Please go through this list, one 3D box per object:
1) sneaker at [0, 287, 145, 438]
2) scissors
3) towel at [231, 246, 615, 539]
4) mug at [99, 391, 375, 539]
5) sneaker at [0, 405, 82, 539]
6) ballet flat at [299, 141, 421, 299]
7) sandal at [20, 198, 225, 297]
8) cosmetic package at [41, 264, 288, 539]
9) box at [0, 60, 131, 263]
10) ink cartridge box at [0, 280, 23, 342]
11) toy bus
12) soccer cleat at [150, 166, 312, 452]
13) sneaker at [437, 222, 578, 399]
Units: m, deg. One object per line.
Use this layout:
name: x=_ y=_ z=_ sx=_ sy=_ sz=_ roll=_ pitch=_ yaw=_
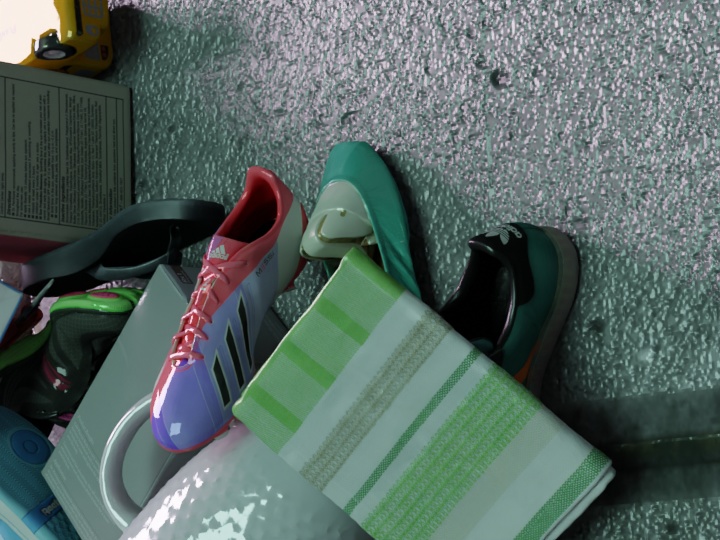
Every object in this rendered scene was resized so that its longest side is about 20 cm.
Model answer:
sneaker: x=-0.206 y=0.071 z=1.620 sx=0.200 sy=0.076 sz=0.084 roll=-40 pitch=65 yaw=48
scissors: x=-0.244 y=0.029 z=1.628 sx=0.014 sy=0.073 sz=0.200 roll=51 pitch=141 yaw=2
towel: x=0.036 y=0.097 z=1.297 sx=0.200 sy=0.031 sz=0.149 roll=41 pitch=121 yaw=4
mug: x=-0.084 y=0.162 z=1.411 sx=0.200 sy=0.148 sz=0.176 roll=43 pitch=104 yaw=16
sneaker: x=-0.253 y=0.204 z=1.613 sx=0.200 sy=0.079 sz=0.131 roll=51 pitch=127 yaw=10
ballet flat: x=0.000 y=0.000 z=1.406 sx=0.067 sy=0.070 sz=0.201 roll=-38 pitch=60 yaw=41
sandal: x=-0.165 y=-0.007 z=1.573 sx=0.200 sy=0.076 sz=0.043 roll=-24 pitch=70 yaw=43
cosmetic package: x=-0.130 y=0.104 z=1.523 sx=0.200 sy=0.090 sz=0.107 roll=-55 pitch=51 yaw=24
box: x=-0.276 y=-0.079 z=1.604 sx=0.109 sy=0.199 sz=0.129 roll=-9 pitch=78 yaw=44
ink cartridge box: x=-0.325 y=0.053 z=1.643 sx=0.116 sy=0.066 sz=0.200 roll=-65 pitch=19 yaw=-10
toy bus: x=-0.256 y=-0.168 z=1.678 sx=0.199 sy=0.078 sz=0.066 roll=-22 pitch=68 yaw=43
soccer cleat: x=-0.088 y=0.024 z=1.393 sx=0.066 sy=0.077 sz=0.201 roll=4 pitch=49 yaw=30
sneaker: x=0.069 y=0.067 z=1.321 sx=0.071 sy=0.080 sz=0.201 roll=18 pitch=100 yaw=42
